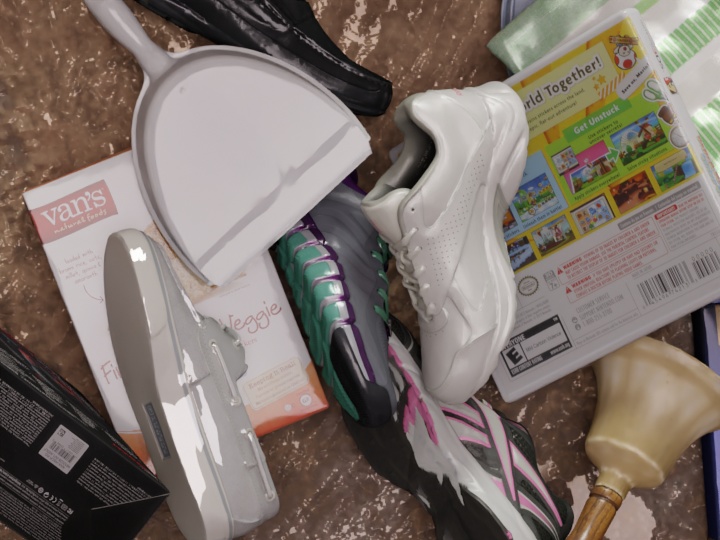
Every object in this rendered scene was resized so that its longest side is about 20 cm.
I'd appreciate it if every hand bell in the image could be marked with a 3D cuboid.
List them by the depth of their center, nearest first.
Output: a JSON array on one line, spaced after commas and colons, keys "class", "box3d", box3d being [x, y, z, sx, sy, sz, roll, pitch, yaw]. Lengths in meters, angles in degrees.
[{"class": "hand bell", "box3d": [0.152, 0.150, 1.463, 0.104, 0.104, 0.201, 31, 66, -6]}]

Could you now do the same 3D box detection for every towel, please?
[{"class": "towel", "box3d": [0.202, -0.122, 1.478, 0.152, 0.023, 0.200, -41, 78, -10]}]

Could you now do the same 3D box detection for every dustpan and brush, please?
[{"class": "dustpan and brush", "box3d": [-0.106, -0.107, 1.443, 0.139, 0.057, 0.200, -42, 96, -2]}]

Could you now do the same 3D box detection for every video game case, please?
[{"class": "video game case", "box3d": [0.131, -0.038, 1.462, 0.199, 0.023, 0.183, -29, 83, 34]}]

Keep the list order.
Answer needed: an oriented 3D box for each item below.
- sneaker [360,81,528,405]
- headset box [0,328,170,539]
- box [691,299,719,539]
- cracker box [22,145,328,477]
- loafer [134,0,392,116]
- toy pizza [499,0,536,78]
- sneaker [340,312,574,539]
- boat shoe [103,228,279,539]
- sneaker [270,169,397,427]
[{"class": "sneaker", "box3d": [0.042, -0.018, 1.439, 0.099, 0.078, 0.202, 1, 93, -27]}, {"class": "headset box", "box3d": [-0.218, 0.087, 1.401, 0.148, 0.200, 0.075, 41, 88, -30]}, {"class": "box", "box3d": [0.285, 0.085, 1.548, 0.120, 0.032, 0.202, -5, 90, -7]}, {"class": "cracker box", "box3d": [-0.118, 0.019, 1.486, 0.133, 0.058, 0.201, -22, 92, -7]}, {"class": "loafer", "box3d": [-0.062, -0.165, 1.487, 0.200, 0.068, 0.071, 30, 94, -2]}, {"class": "toy pizza", "box3d": [0.188, -0.161, 1.536, 0.198, 0.032, 0.202, 0, 91, -8]}, {"class": "sneaker", "box3d": [0.063, 0.112, 1.507, 0.086, 0.080, 0.201, -25, 80, -43]}, {"class": "boat shoe", "box3d": [-0.101, 0.067, 1.429, 0.068, 0.072, 0.202, -18, 86, -27]}, {"class": "sneaker", "box3d": [0.000, 0.000, 1.462, 0.087, 0.075, 0.201, -17, 63, -14]}]
